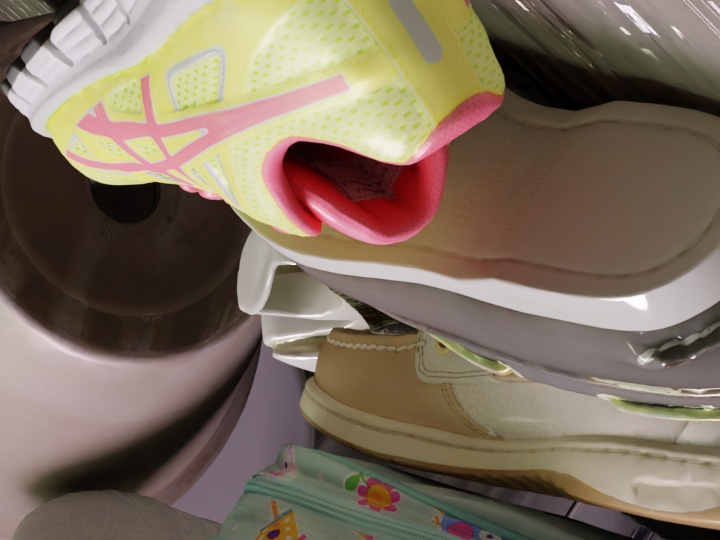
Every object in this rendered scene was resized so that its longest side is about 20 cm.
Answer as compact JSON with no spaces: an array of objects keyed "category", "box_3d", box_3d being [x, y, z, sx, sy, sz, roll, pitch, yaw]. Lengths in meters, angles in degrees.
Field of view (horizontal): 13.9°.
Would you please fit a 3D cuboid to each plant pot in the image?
[{"category":"plant pot","box_3d":[-0.106,-0.006,0.994,0.200,0.200,0.174,39,156,-10]}]

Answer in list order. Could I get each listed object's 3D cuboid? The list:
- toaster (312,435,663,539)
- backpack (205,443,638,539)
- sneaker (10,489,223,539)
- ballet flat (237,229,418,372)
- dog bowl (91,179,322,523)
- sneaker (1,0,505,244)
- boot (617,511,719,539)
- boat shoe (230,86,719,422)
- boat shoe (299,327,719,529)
[{"category":"toaster","box_3d":[0.044,0.093,1.026,0.114,0.129,0.200,41,170,-22]},{"category":"backpack","box_3d":[0.044,0.127,0.787,0.200,0.127,0.167,17,162,15]},{"category":"sneaker","box_3d":[-0.028,0.119,0.932,0.200,0.072,0.073,12,136,39]},{"category":"ballet flat","box_3d":[0.000,0.000,0.888,0.200,0.075,0.068,73,180,-75]},{"category":"dog bowl","box_3d":[-0.091,0.063,1.123,0.200,0.200,0.059,39,160,-12]},{"category":"sneaker","box_3d":[-0.022,-0.039,0.676,0.090,0.078,0.200,51,166,-2]},{"category":"boot","box_3d":[0.136,0.089,0.836,0.200,0.073,0.182,19,147,45]},{"category":"boat shoe","box_3d":[0.035,-0.010,0.713,0.060,0.072,0.202,47,165,-33]},{"category":"boat shoe","box_3d":[0.059,0.024,0.773,0.074,0.069,0.200,8,179,-39]}]
